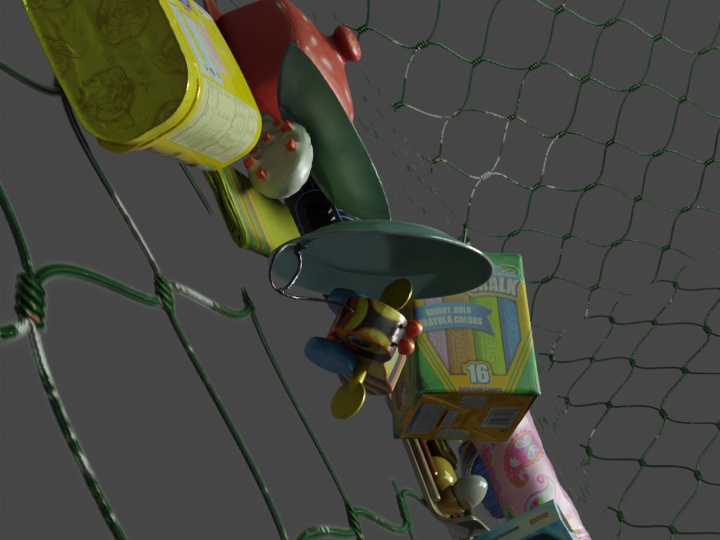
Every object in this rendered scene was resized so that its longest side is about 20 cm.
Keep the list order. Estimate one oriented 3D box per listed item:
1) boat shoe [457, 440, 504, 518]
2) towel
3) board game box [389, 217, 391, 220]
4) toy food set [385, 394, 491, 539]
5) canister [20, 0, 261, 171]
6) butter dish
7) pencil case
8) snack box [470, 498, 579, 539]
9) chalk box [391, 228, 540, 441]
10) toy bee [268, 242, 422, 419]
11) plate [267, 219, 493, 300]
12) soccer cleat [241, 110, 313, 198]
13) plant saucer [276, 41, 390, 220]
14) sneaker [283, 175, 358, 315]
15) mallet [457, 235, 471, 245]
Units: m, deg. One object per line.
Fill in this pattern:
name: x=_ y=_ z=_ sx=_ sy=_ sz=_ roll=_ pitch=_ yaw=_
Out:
boat shoe: x=0.149 y=0.238 z=1.381 sx=0.073 sy=0.072 sz=0.200 roll=60 pitch=-4 yaw=34
towel: x=-0.090 y=-0.042 z=1.050 sx=0.087 sy=0.018 sz=0.200 roll=68 pitch=10 yaw=15
board game box: x=0.060 y=0.021 z=1.407 sx=0.201 sy=0.030 sz=0.096 roll=61 pitch=9 yaw=-25
toy food set: x=0.100 y=0.204 z=1.216 sx=0.144 sy=0.060 sz=0.201 roll=49 pitch=16 yaw=-52
canister: x=-0.149 y=-0.151 z=0.832 sx=0.149 sy=0.086 sz=0.200 roll=63 pitch=8 yaw=6
butter dish: x=-0.068 y=-0.224 z=1.283 sx=0.200 sy=0.147 sz=0.200 roll=52 pitch=14 yaw=-46
pencil case: x=0.173 y=0.222 z=1.236 sx=0.201 sy=0.087 sz=0.087 roll=68 pitch=11 yaw=19
snack box: x=0.190 y=0.334 z=1.151 sx=0.201 sy=0.116 sz=0.037 roll=57 pitch=10 yaw=-24
chalk box: x=0.096 y=0.057 z=1.151 sx=0.125 sy=0.123 sz=0.201 roll=107 pitch=-18 yaw=-58
toy bee: x=0.004 y=0.063 z=0.964 sx=0.200 sy=0.108 sz=0.132 roll=22 pitch=83 yaw=-63
plate: x=0.018 y=-0.011 z=1.001 sx=0.200 sy=0.198 sz=0.026 roll=41 pitch=49 yaw=-64
soccer cleat: x=-0.073 y=-0.102 z=1.063 sx=0.078 sy=0.069 sz=0.200 roll=47 pitch=1 yaw=-26
plant saucer: x=-0.037 y=-0.123 z=1.109 sx=0.202 sy=0.039 sz=0.201 roll=59 pitch=-7 yaw=11
sneaker: x=-0.028 y=-0.032 z=1.183 sx=0.201 sy=0.070 sz=0.078 roll=63 pitch=2 yaw=3
mallet: x=0.087 y=0.047 z=1.295 sx=0.041 sy=0.201 sz=0.066 roll=16 pitch=20 yaw=-4
